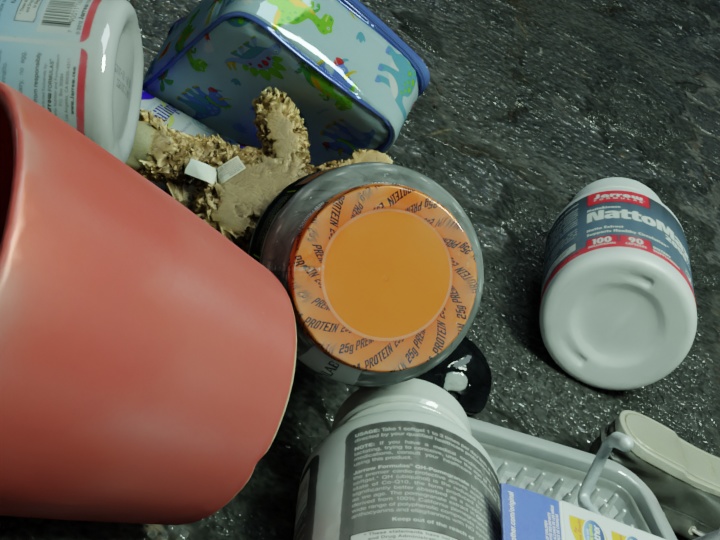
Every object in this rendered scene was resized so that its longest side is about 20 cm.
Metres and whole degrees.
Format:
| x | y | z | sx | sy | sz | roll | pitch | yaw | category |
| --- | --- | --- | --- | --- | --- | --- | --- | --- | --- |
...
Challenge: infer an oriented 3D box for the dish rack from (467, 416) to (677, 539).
| x | y | z | sx | sy | sz | roll | pitch | yaw | category |
| --- | --- | --- | --- | --- | --- | --- | --- | --- | --- |
| 0.126 | 0.179 | 0.886 | 0.172 | 0.044 | 0.200 | 18 | 29 | -23 | dish rack |

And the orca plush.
| x | y | z | sx | sy | sz | roll | pitch | yaw | category |
| --- | --- | --- | --- | --- | --- | --- | --- | --- | --- |
| 0.014 | 0.018 | 1.018 | 0.200 | 0.071 | 0.105 | 39 | 27 | 17 | orca plush |

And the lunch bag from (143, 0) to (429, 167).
| x | y | z | sx | sy | sz | roll | pitch | yaw | category |
| --- | --- | --- | --- | --- | --- | --- | --- | --- | --- |
| -0.057 | -0.130 | 1.055 | 0.161 | 0.200 | 0.082 | 37 | 60 | -18 | lunch bag |

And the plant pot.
| x | y | z | sx | sy | sz | roll | pitch | yaw | category |
| --- | --- | --- | --- | --- | --- | --- | --- | --- | --- |
| -0.142 | 0.034 | 0.715 | 0.177 | 0.200 | 0.200 | 25 | 24 | -36 | plant pot |

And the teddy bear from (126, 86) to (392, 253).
| x | y | z | sx | sy | sz | roll | pitch | yaw | category |
| --- | --- | --- | --- | --- | --- | --- | --- | --- | --- |
| -0.077 | -0.045 | 0.973 | 0.200 | 0.067 | 0.145 | -10 | 77 | -11 | teddy bear |

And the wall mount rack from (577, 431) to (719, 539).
| x | y | z | sx | sy | sz | roll | pitch | yaw | category |
| --- | --- | --- | --- | --- | --- | --- | --- | --- | --- |
| 0.210 | 0.160 | 0.838 | 0.200 | 0.075 | 0.174 | 24 | 7 | -17 | wall mount rack |

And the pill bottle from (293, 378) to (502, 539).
| x | y | z | sx | sy | sz | roll | pitch | yaw | category |
| --- | --- | --- | --- | --- | --- | --- | --- | --- | --- |
| 0.020 | 0.142 | 0.761 | 0.111 | 0.111 | 0.200 | 25 | 27 | -12 | pill bottle |

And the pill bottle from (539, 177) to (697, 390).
| x | y | z | sx | sy | sz | roll | pitch | yaw | category |
| --- | --- | --- | --- | --- | --- | --- | --- | --- | --- |
| 0.208 | 0.000 | 1.202 | 0.120 | 0.120 | 0.200 | 28 | 26 | -5 | pill bottle |

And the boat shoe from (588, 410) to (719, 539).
| x | y | z | sx | sy | sz | roll | pitch | yaw | category |
| --- | --- | --- | --- | --- | --- | --- | --- | --- | --- |
| 0.244 | 0.166 | 1.032 | 0.200 | 0.057 | 0.067 | 31 | 29 | -12 | boat shoe |

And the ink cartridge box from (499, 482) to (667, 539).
| x | y | z | sx | sy | sz | roll | pitch | yaw | category |
| --- | --- | --- | --- | --- | --- | --- | --- | --- | --- |
| 0.150 | 0.185 | 0.717 | 0.200 | 0.042 | 0.119 | 24 | 35 | -13 | ink cartridge box |

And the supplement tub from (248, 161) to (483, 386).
| x | y | z | sx | sy | sz | roll | pitch | yaw | category |
| --- | --- | --- | --- | --- | --- | --- | --- | --- | --- |
| 0.000 | 0.000 | 0.842 | 0.123 | 0.123 | 0.200 | 27 | 0 | -7 | supplement tub |

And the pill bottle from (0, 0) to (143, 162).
| x | y | z | sx | sy | sz | roll | pitch | yaw | category |
| --- | --- | --- | --- | --- | --- | --- | --- | --- | --- |
| -0.240 | -0.121 | 0.903 | 0.200 | 0.109 | 0.109 | 6 | 27 | 2 | pill bottle |

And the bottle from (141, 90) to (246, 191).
| x | y | z | sx | sy | sz | roll | pitch | yaw | category |
| --- | --- | --- | --- | --- | --- | --- | --- | --- | --- |
| -0.168 | -0.095 | 1.034 | 0.200 | 0.065 | 0.084 | 30 | 22 | -2 | bottle |
